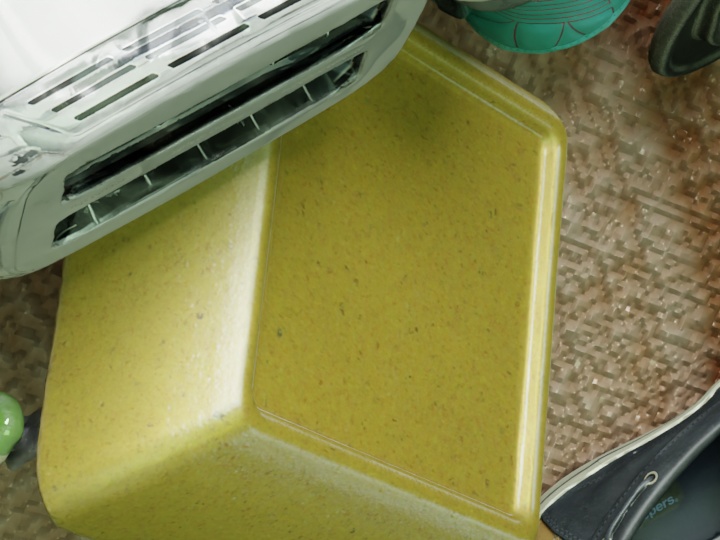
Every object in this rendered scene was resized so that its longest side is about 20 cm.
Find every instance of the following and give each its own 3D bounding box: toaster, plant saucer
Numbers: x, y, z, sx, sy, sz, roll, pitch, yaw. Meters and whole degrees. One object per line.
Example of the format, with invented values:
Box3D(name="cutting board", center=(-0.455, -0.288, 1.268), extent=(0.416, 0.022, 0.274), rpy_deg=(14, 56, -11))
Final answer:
Box3D(name="toaster", center=(-0.069, -0.089, 0.647), extent=(0.200, 0.114, 0.129), rpy_deg=(-30, 81, -20))
Box3D(name="plant saucer", center=(0.000, 0.000, 0.760), extent=(0.200, 0.048, 0.201), rpy_deg=(26, 63, -45))

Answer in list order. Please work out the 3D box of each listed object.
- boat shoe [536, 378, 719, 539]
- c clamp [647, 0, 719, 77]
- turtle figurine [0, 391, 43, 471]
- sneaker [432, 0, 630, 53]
Box3D(name="boat shoe", center=(0.151, 0.067, 0.919), extent=(0.200, 0.062, 0.075), rpy_deg=(-33, 114, -10))
Box3D(name="c clamp", center=(0.175, -0.136, 0.823), extent=(0.200, 0.171, 0.027), rpy_deg=(-36, 79, -2))
Box3D(name="turtle figurine", center=(-0.140, -0.012, 0.723), extent=(0.199, 0.194, 0.144), rpy_deg=(-3, 67, 13))
Box3D(name="sneaker", center=(0.048, -0.108, 0.762), extent=(0.083, 0.200, 0.121), rpy_deg=(-10, 128, 12))
